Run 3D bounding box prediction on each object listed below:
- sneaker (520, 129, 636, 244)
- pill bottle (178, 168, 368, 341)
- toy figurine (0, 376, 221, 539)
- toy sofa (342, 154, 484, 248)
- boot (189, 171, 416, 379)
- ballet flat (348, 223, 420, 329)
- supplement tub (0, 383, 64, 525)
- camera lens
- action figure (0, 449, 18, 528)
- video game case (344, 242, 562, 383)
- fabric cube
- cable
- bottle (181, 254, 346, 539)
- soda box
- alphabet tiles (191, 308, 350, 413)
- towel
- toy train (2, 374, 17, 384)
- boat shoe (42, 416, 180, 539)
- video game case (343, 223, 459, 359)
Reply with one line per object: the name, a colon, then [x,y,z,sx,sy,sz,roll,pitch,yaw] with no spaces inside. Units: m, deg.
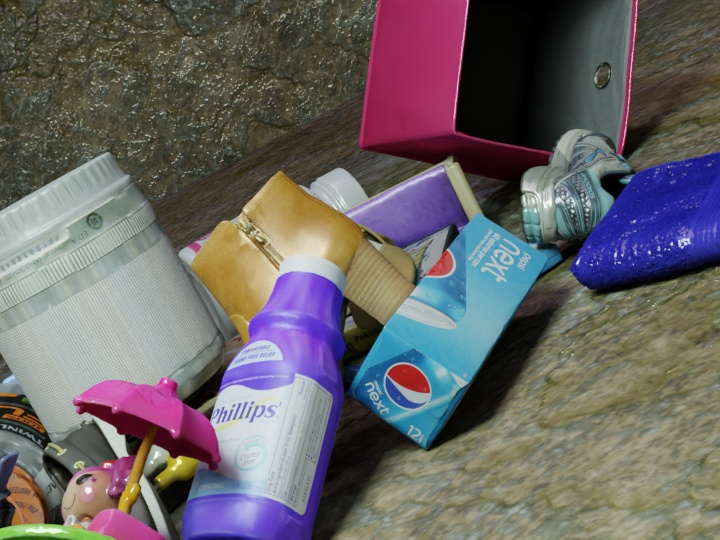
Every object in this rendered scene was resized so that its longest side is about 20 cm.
sneaker: [0.201,-0.066,1.158,0.085,0.079,0.200,4,23,23]
pill bottle: [-0.082,-0.018,1.430,0.198,0.114,0.113,-31,13,-16]
toy figurine: [-0.145,0.150,0.763,0.200,0.149,0.185,-49,16,32]
toy sofa: [0.023,-0.028,1.315,0.198,0.084,0.098,-25,11,12]
boot: [-0.068,0.044,0.963,0.202,0.143,0.071,-54,-9,-4]
ballet flat: [0.000,0.000,1.071,0.069,0.063,0.200,-54,9,2]
supplement tub: [-0.293,0.173,1.100,0.121,0.124,0.200,-28,13,-3]
camera lens: [-0.211,0.030,1.074,0.158,0.202,0.160,-27,11,6]
action figure: [-0.259,0.174,0.912,0.104,0.193,0.201,-9,-45,-56]
video game case: [0.058,0.034,1.144,0.199,0.018,0.143,-33,14,-21]
fabric cube: [0.136,-0.206,1.363,0.197,0.200,0.199,9,-5,-26]
cable: [-0.177,0.172,1.005,0.096,0.051,0.200,-6,21,30]
bottle: [-0.052,0.086,0.862,0.083,0.065,0.202,-12,51,38]
soda box: [0.066,0.036,0.952,0.065,0.067,0.200,-61,-8,32]
alphabet tiles: [-0.094,0.073,1.135,0.165,0.006,0.199,-33,11,-24]
towel: [0.258,-0.051,0.977,0.198,0.050,0.147,-17,16,42]
toy train: [-0.271,0.120,1.256,0.198,0.087,0.115,-30,-30,-13]
boat shoe: [-0.167,0.164,0.919,0.060,0.073,0.201,-25,27,-15]
video game case: [0.000,0.031,1.179,0.179,0.026,0.200,-26,12,14]
